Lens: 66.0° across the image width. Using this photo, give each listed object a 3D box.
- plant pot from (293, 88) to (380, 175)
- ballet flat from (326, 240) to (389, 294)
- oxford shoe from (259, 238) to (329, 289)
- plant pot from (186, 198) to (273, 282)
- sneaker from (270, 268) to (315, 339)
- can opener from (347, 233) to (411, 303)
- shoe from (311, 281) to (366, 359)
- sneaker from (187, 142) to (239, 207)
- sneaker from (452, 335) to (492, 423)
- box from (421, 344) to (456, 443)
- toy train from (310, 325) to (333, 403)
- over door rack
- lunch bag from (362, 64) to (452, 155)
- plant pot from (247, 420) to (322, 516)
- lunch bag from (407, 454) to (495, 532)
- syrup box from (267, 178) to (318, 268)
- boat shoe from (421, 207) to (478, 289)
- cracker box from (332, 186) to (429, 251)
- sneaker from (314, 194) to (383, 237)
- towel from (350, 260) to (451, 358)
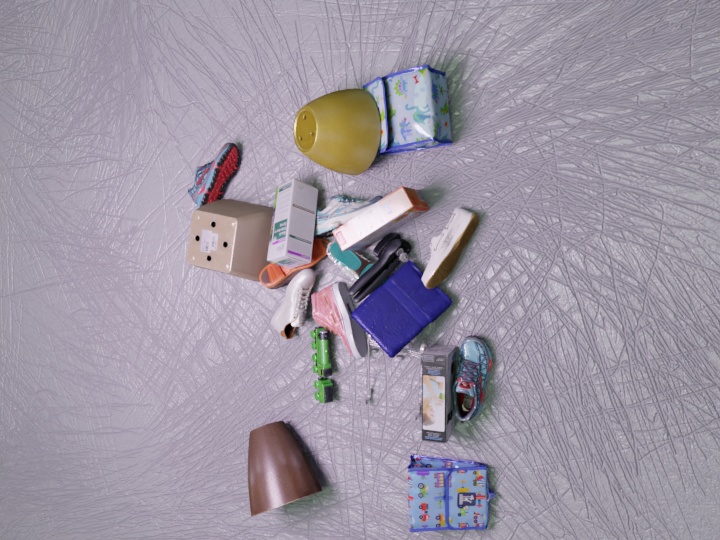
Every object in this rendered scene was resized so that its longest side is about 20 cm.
[{"bbox_3d":[-0.069,-0.321,1.278,0.200,0.141,0.201,13,106,50],"label":"plant pot"},{"bbox_3d":[0.000,0.000,1.357,0.200,0.072,0.072,43,108,4],"label":"ballet flat"},{"bbox_3d":[-0.162,-0.016,1.427,0.199,0.073,0.072,-28,66,4],"label":"oxford shoe"},{"bbox_3d":[-0.330,-0.075,1.425,0.199,0.177,0.201,12,98,20],"label":"plant pot"},{"bbox_3d":[-0.154,0.090,1.417,0.085,0.073,0.201,46,120,31],"label":"sneaker"},{"bbox_3d":[0.046,-0.001,1.308,0.200,0.063,0.078,-52,33,-15],"label":"can opener"},{"bbox_3d":[-0.056,0.134,1.390,0.091,0.071,0.201,-24,80,23],"label":"shoe"},{"bbox_3d":[-0.404,-0.264,1.488,0.095,0.079,0.200,39,104,20],"label":"sneaker"},{"bbox_3d":[0.252,0.250,1.256,0.079,0.095,0.201,4,95,21],"label":"sneaker"},{"bbox_3d":[0.181,0.280,1.278,0.060,0.117,0.201,2,93,19],"label":"box"},{"bbox_3d":[-0.097,0.242,1.417,0.056,0.042,0.201,1,95,57],"label":"toy train"},{"bbox_3d":[0.084,0.246,1.346,0.147,0.067,0.201,12,110,22],"label":"over door rack"},{"bbox_3d":[0.094,-0.359,1.270,0.199,0.127,0.171,-1,96,35],"label":"lunch bag"},{"bbox_3d":[-0.217,0.502,1.434,0.186,0.187,0.201,-28,69,21],"label":"plant pot"},{"bbox_3d":[0.215,0.527,1.308,0.199,0.094,0.151,-2,92,10],"label":"lunch bag"},{"bbox_3d":[-0.166,-0.113,1.362,0.079,0.081,0.201,-15,64,47],"label":"syrup box"},{"bbox_3d":[0.193,-0.053,1.275,0.069,0.071,0.200,33,90,31],"label":"boat shoe"},{"bbox_3d":[0.049,-0.118,1.292,0.200,0.134,0.058,-32,82,20],"label":"cracker box"},{"bbox_3d":[-0.038,-0.152,1.357,0.199,0.078,0.087,-20,83,22],"label":"sneaker"},{"bbox_3d":[0.095,0.091,1.292,0.200,0.050,0.148,-41,73,-13],"label":"towel"}]
